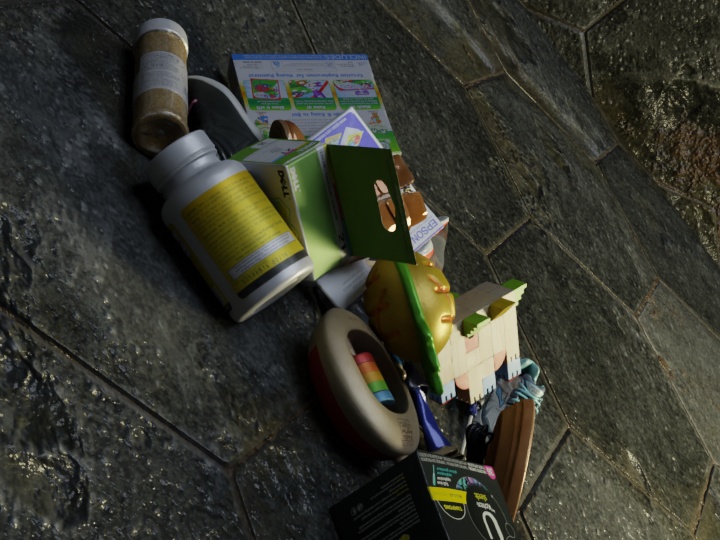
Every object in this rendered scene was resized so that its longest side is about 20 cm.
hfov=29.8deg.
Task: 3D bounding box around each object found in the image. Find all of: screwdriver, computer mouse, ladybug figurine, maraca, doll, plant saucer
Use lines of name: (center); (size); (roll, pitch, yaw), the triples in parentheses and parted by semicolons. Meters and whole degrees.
screwdriver: (0.145, 0.200, 1.782); (0.028, 0.029, 0.200); (33, 29, -6)
computer mouse: (0.116, 0.278, 1.575); (0.044, 0.110, 0.200); (14, 38, 3)
ladybug figurine: (-0.002, 0.139, 1.556); (0.136, 0.072, 0.200); (16, 42, -54)
maraca: (0.064, 0.058, 1.616); (0.137, 0.107, 0.200); (74, -3, -49)
doll: (0.059, 0.148, 1.672); (0.200, 0.048, 0.136); (61, 4, 23)
plant saucer: (0.167, 0.247, 1.612); (0.037, 0.201, 0.200); (14, 29, 2)

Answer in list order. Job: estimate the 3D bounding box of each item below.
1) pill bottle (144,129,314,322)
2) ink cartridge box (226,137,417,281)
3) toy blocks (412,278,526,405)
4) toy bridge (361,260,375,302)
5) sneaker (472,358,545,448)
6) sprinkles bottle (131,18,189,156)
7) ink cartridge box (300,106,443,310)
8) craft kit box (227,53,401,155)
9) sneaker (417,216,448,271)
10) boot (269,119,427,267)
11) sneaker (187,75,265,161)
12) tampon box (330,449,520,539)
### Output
pill bottle: (-0.150, -0.052, 1.501); (0.200, 0.111, 0.111); (54, 24, 2)
ink cartridge box: (-0.046, -0.066, 1.534); (0.076, 0.200, 0.148); (-33, 119, -40)
toy blocks: (0.139, 0.109, 1.773); (0.200, 0.100, 0.137); (-26, 120, -36)
toy bridge: (0.000, 0.000, 1.803); (0.067, 0.027, 0.200); (7, 51, -58)
sneaker: (0.207, 0.183, 1.854); (0.078, 0.086, 0.200); (44, 25, -18)
sprinkles bottle: (-0.240, -0.222, 1.623); (0.068, 0.068, 0.200); (36, 29, -34)
ink cartridge box: (-0.025, -0.074, 1.708); (0.198, 0.043, 0.200); (-39, 92, -27)
craft kit box: (-0.065, -0.212, 1.823); (0.199, 0.049, 0.198); (-2, 48, -17)
sneaker: (0.088, -0.021, 1.968); (0.200, 0.077, 0.082); (-52, 131, -64)
boot: (-0.013, -0.114, 1.653); (0.155, 0.077, 0.200); (-28, 92, -22)
sneaker: (-0.191, -0.168, 1.638); (0.099, 0.071, 0.200); (-15, 52, -41)
tampon box: (0.088, 0.312, 1.415); (0.150, 0.126, 0.200); (20, 40, -49)
